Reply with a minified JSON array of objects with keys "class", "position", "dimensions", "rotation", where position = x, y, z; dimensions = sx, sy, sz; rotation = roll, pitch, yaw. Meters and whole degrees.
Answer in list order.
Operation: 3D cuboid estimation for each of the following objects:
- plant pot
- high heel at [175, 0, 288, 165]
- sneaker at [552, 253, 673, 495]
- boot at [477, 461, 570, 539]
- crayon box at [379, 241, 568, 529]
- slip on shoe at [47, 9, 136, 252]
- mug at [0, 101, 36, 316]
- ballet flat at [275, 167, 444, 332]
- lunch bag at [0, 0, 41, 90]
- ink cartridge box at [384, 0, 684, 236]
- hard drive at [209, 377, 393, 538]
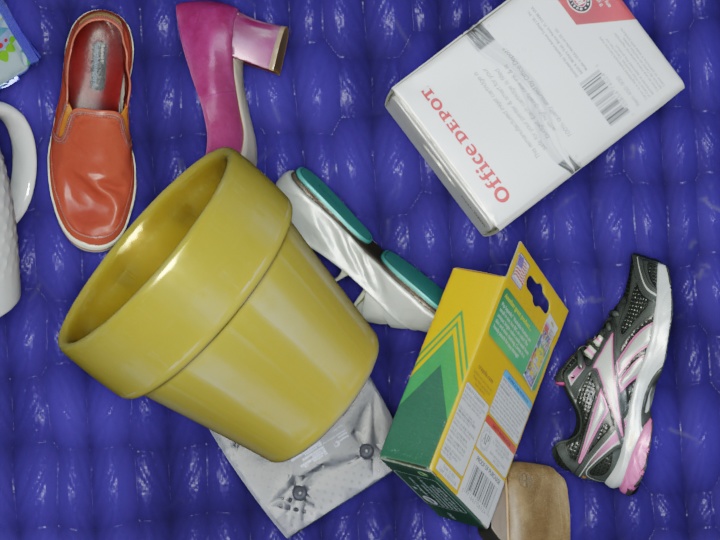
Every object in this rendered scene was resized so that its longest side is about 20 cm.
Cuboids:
[{"class":"plant pot","position":[-0.096,0.041,1.354],"dimensions":[0.189,0.201,0.201],"rotation":[42,85,-16]},{"class":"high heel","position":[-0.130,-0.121,1.459],"dimensions":[0.096,0.067,0.200],"rotation":[15,92,8]},{"class":"sneaker","position":[0.206,0.080,1.471],"dimensions":[0.086,0.080,0.200],"rotation":[11,81,6]},{"class":"boot","position":[0.138,0.257,1.462],"dimensions":[0.075,0.074,0.201],"rotation":[1,84,-11]},{"class":"crayon box","position":[0.093,0.088,1.419],"dimensions":[0.051,0.126,0.200],"rotation":[11,67,32]},{"class":"slip on shoe","position":[-0.217,-0.115,1.451],"dimensions":[0.074,0.061,0.201],"rotation":[4,89,-6]},{"class":"mug","position":[-0.327,-0.064,1.386],"dimensions":[0.147,0.200,0.176],"rotation":[13,115,32]},{"class":"ballet flat","position":[0.000,0.000,1.468],"dimensions":[0.200,0.069,0.069],"rotation":[42,85,2]},{"class":"lunch bag","position":[-0.378,-0.203,1.416],"dimensions":[0.170,0.127,0.200],"rotation":[-34,108,-5]},{"class":"ink cartridge box","position":[0.140,-0.144,1.470],"dimensions":[0.200,0.083,0.147],"rotation":[-37,90,-6]},{"class":"hard drive","position":[-0.062,0.102,1.462],"dimensions":[0.135,0.042,0.200],"rotation":[-32,90,-6]}]
